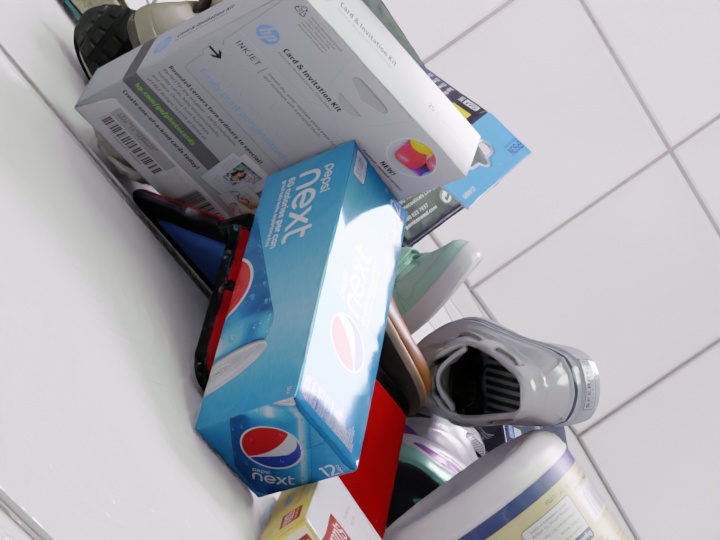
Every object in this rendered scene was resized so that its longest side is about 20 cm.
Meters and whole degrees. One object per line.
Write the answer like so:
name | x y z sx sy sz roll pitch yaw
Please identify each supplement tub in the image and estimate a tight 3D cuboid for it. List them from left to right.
supplement tub | 0.117 0.219 1.158 0.201 0.144 0.144 56 6 2

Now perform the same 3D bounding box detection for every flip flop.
flip flop | -0.093 -0.174 1.288 0.082 0.057 0.200 58 28 5

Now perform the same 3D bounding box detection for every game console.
game console | -0.067 0.062 1.135 0.200 0.118 0.174 51 39 -38

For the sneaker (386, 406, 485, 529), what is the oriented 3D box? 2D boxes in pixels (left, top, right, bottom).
sneaker | 0.078 0.168 1.317 0.201 0.077 0.140 55 21 -21

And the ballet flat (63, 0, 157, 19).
ballet flat | -0.169 -0.178 1.394 0.201 0.062 0.068 54 6 -21

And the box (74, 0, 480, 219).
box | -0.052 -0.089 1.094 0.156 0.199 0.041 45 47 -26

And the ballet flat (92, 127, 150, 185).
ballet flat | -0.115 -0.086 1.229 0.199 0.072 0.072 -11 63 -52

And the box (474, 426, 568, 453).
box | 0.129 0.200 1.428 0.158 0.051 0.202 34 45 -60

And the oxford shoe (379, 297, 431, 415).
oxford shoe | 0.000 0.000 1.213 0.201 0.071 0.071 61 -35 4

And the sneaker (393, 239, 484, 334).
sneaker | -0.003 -0.003 1.356 0.119 0.200 0.074 52 48 -7

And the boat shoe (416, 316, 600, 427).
boat shoe | 0.076 0.067 1.219 0.199 0.066 0.074 -6 -95 59

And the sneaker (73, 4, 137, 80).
sneaker | -0.142 -0.111 1.327 0.200 0.076 0.087 42 -21 -27

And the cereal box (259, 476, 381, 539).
cereal box | 0.020 0.203 0.961 0.201 0.039 0.144 56 6 -4

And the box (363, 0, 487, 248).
box | -0.021 -0.098 1.480 0.201 0.117 0.196 56 -30 -1

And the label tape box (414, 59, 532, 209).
label tape box | 0.002 -0.098 1.211 0.199 0.066 0.143 37 29 7

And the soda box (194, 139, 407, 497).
soda box | -0.029 0.024 1.016 0.064 0.067 0.201 52 34 -32
